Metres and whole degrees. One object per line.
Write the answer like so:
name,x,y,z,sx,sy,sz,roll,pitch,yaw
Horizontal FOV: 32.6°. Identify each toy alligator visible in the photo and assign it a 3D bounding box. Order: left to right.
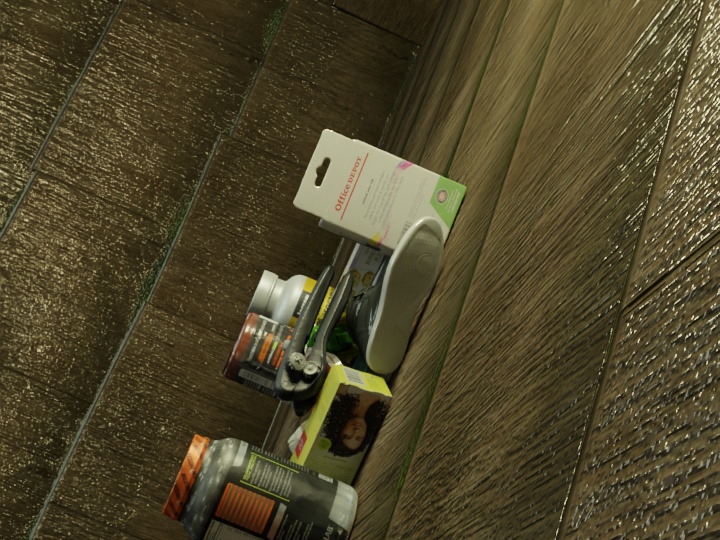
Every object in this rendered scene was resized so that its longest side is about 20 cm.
toy alligator,-0.052,0.093,1.717,0.200,0.054,0.060,-1,105,66

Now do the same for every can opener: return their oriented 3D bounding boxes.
can opener,-0.059,0.079,1.527,0.079,0.063,0.201,118,169,-62

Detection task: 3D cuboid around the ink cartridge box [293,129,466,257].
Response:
ink cartridge box,0.021,-0.090,1.592,0.067,0.199,0.118,146,147,-83

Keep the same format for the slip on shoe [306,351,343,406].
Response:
slip on shoe,-0.057,0.148,1.637,0.061,0.074,0.200,-33,2,-10

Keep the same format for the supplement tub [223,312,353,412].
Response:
supplement tub,-0.095,0.145,1.820,0.107,0.199,0.107,-158,90,-85

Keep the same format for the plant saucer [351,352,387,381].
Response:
plant saucer,-0.007,0.183,1.618,0.200,0.036,0.201,-157,90,-86

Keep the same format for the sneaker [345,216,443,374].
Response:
sneaker,0.035,0.019,1.529,0.099,0.070,0.201,31,103,60

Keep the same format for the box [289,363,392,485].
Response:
box,-0.036,0.217,1.494,0.050,0.075,0.201,-118,48,-62

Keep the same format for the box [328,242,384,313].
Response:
box,0.000,0.000,1.714,0.039,0.041,0.200,-74,8,-46

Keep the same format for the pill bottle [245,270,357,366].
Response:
pill bottle,-0.075,0.075,1.944,0.112,0.199,0.113,-157,90,-86

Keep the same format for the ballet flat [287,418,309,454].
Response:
ballet flat,-0.071,0.252,1.814,0.067,0.068,0.200,-23,-6,-3

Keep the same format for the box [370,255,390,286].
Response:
box,0.037,0.005,1.769,0.200,0.041,0.157,-105,38,-82

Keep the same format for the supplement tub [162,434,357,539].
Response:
supplement tub,-0.113,0.267,1.384,0.123,0.199,0.123,-156,90,-86
